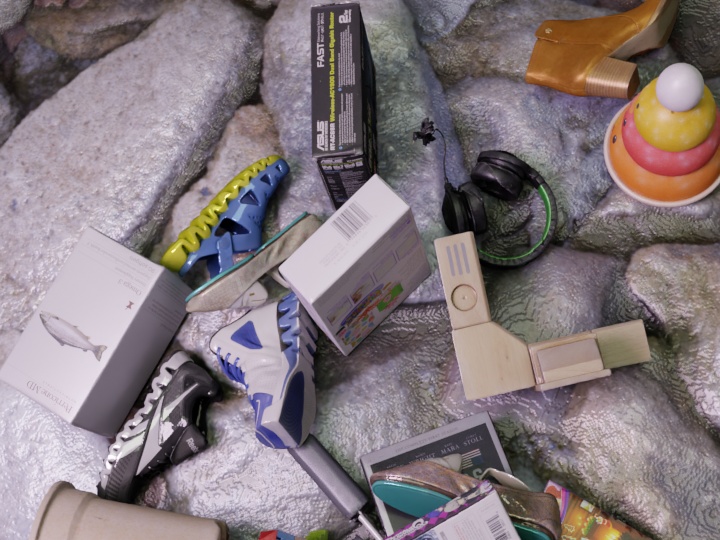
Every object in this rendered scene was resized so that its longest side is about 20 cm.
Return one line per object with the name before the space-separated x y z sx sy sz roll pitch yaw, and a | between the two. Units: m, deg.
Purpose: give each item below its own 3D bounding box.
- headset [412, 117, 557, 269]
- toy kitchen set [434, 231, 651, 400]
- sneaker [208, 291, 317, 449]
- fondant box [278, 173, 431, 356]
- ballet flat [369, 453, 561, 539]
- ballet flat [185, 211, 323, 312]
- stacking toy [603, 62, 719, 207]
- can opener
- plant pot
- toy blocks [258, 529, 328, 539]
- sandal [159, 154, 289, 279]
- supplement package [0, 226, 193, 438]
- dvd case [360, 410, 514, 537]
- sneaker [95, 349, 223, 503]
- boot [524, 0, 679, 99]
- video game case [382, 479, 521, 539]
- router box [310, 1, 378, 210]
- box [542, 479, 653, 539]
headset | 0.141 -0.094 1.259 0.123 0.094 0.200 -44 81 -7
toy kitchen set | 0.190 0.034 1.147 0.197 0.163 0.183 -13 83 5
sneaker | -0.113 0.115 1.232 0.114 0.081 0.201 -12 45 17
fondant box | 0.000 0.000 1.193 0.144 0.200 0.058 -44 68 -7
ballet flat | 0.109 0.227 1.106 0.198 0.068 0.068 19 51 6
ballet flat | -0.111 0.003 1.262 0.199 0.067 0.063 -37 90 -24
stacking toy | 0.344 -0.170 1.192 0.144 0.200 0.148 -3 69 8
can opener | -0.016 0.260 1.184 0.066 0.053 0.200 -39 69 -4
plant pot | -0.233 0.325 1.133 0.181 0.201 0.203 2 71 3
toy blocks | -0.087 0.348 1.105 0.099 0.136 0.202 -18 55 39
sandal | -0.150 -0.055 1.316 0.087 0.079 0.200 43 76 -10
supplement package | -0.301 0.074 1.262 0.116 0.117 0.202 26 80 17
dvd case | 0.100 0.262 1.131 0.149 0.025 0.202 -19 66 -5
sneaker | -0.223 0.194 1.237 0.090 0.067 0.201 24 74 19
boot | 0.292 -0.293 1.319 0.143 0.071 0.202 19 63 29
video game case | 0.093 0.332 1.053 0.180 0.036 0.202 -29 102 -1
router box | -0.017 -0.192 1.291 0.061 0.150 0.203 -5 70 7
box | 0.208 0.340 1.123 0.136 0.039 0.201 27 77 19
